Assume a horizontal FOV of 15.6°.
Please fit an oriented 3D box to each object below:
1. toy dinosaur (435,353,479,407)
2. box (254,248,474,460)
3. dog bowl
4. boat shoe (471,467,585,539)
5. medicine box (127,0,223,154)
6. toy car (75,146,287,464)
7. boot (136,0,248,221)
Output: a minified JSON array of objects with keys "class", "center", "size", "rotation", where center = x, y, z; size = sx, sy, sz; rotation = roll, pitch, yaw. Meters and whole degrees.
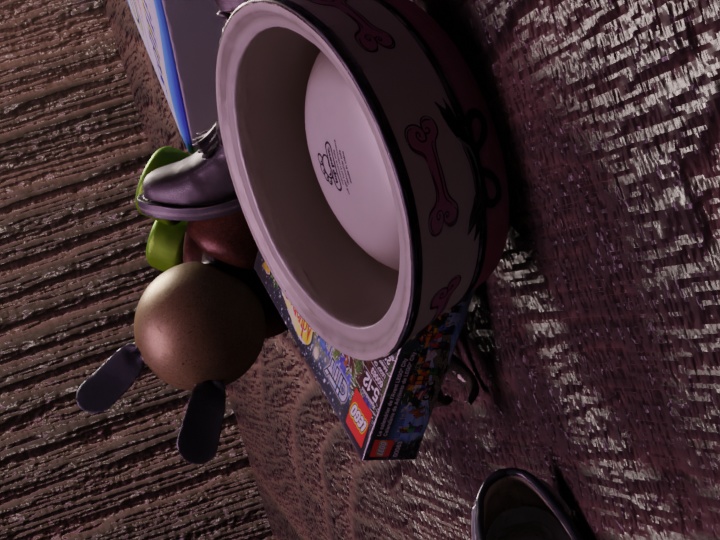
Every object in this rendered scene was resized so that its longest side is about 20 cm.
[{"class":"toy dinosaur","center":[0.014,0.032,1.660],"size":[0.200,0.077,0.102],"rotation":[-115,4,-59]},{"class":"box","center":[0.000,0.000,1.581],"size":[0.200,0.038,0.137],"rotation":[58,138,48]},{"class":"dog bowl","center":[0.003,-0.058,1.380],"size":[0.200,0.074,0.200],"rotation":[45,147,41]},{"class":"boat shoe","center":[0.101,0.183,1.394],"size":[0.200,0.076,0.060],"rotation":[-120,9,-54]},{"class":"medicine box","center":[-0.115,-0.222,1.890],"size":[0.182,0.103,0.200],"rotation":[81,169,-50]},{"class":"toy car","center":[-0.109,0.041,1.878],"size":[0.164,0.200,0.158],"rotation":[23,155,13]},{"class":"boot","center":[-0.064,-0.132,1.496],"size":[0.069,0.200,0.174],"rotation":[-54,-58,-69]}]
